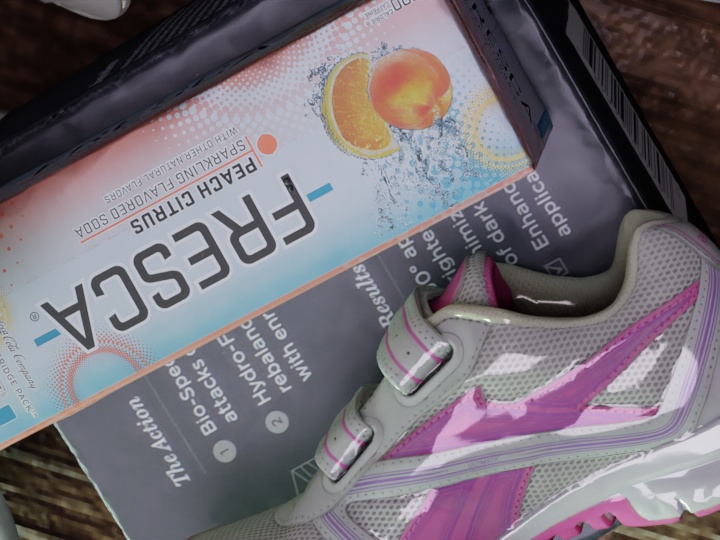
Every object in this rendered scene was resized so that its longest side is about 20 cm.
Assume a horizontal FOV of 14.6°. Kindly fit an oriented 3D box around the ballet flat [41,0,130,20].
[{"bbox_3d":[-0.064,-0.121,0.877,0.199,0.069,0.072,-20,112,-4],"label":"ballet flat"}]

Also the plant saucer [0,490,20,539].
[{"bbox_3d":[-0.207,0.080,0.919,0.199,0.050,0.201,18,139,16],"label":"plant saucer"}]

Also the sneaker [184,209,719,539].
[{"bbox_3d":[0.029,0.043,0.803,0.199,0.081,0.089,-25,101,4],"label":"sneaker"}]

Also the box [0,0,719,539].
[{"bbox_3d":[0.000,0.000,0.890,0.199,0.117,0.197,-29,101,12],"label":"box"}]

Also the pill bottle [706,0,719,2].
[{"bbox_3d":[0.041,-0.145,0.749,0.199,0.112,0.113,10,112,-36],"label":"pill bottle"}]

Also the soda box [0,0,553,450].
[{"bbox_3d":[-0.047,-0.016,0.794,0.199,0.068,0.064,-27,99,14],"label":"soda box"}]
